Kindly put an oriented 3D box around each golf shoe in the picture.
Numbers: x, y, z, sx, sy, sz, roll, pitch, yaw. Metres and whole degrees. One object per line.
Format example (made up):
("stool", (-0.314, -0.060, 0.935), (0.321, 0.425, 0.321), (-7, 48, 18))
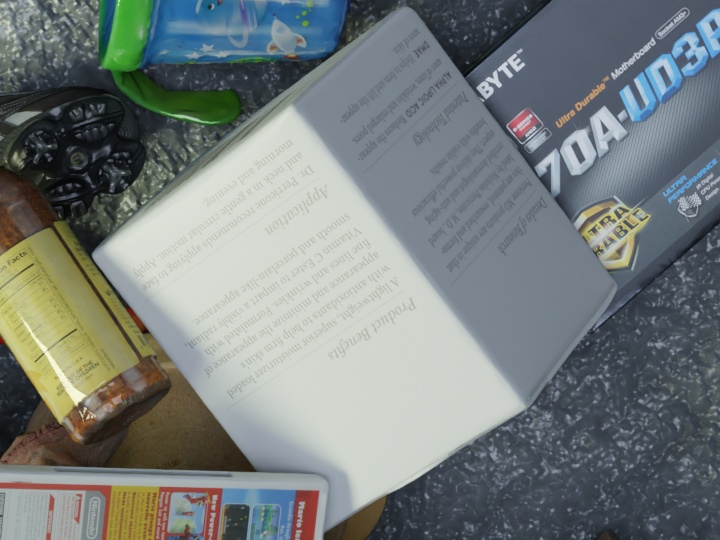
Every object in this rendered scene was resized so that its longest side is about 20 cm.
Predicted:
("golf shoe", (-0.219, -0.051, 1.677), (0.199, 0.095, 0.078), (-16, 113, -3))

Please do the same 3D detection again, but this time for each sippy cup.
("sippy cup", (-0.072, -0.170, 1.643), (0.129, 0.178, 0.140), (6, 70, -10))

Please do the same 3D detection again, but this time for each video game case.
("video game case", (-0.120, 0.173, 1.555), (0.199, 0.017, 0.144), (3, 102, -18))

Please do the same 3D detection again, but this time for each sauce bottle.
("sauce bottle", (-0.178, -0.003, 1.591), (0.066, 0.066, 0.200), (-35, 79, 7))

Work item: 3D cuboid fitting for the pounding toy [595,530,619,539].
("pounding toy", (0.128, 0.237, 1.645), (0.142, 0.200, 0.184), (40, 98, -11))

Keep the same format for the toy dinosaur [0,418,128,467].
("toy dinosaur", (-0.182, 0.134, 1.594), (0.135, 0.086, 0.201), (35, 75, -23))

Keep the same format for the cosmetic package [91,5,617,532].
("cosmetic package", (0.000, 0.000, 1.616), (0.165, 0.165, 0.200), (-33, 97, 32))

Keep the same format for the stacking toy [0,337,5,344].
("stacking toy", (-0.272, 0.012, 1.703), (0.199, 0.085, 0.086), (1, 98, -5))

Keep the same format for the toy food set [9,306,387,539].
("toy food set", (-0.100, 0.118, 1.711), (0.200, 0.049, 0.198), (-39, 106, 13))

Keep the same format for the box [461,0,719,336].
("box", (0.149, -0.087, 1.682), (0.200, 0.046, 0.159), (-40, 95, 7))
